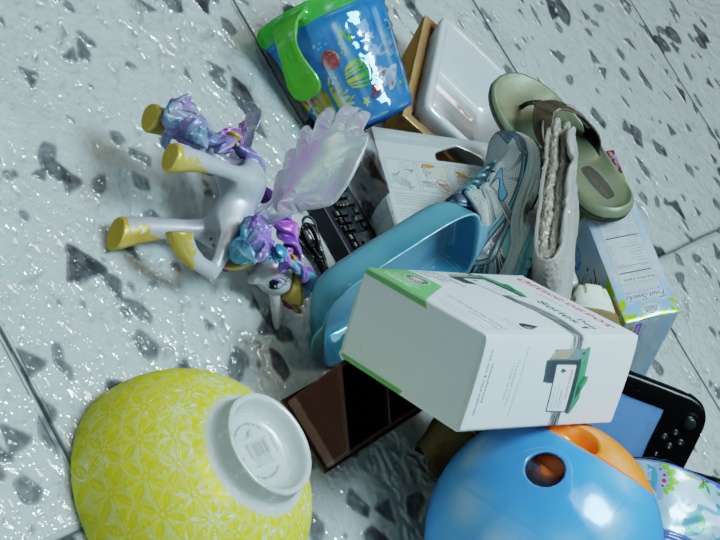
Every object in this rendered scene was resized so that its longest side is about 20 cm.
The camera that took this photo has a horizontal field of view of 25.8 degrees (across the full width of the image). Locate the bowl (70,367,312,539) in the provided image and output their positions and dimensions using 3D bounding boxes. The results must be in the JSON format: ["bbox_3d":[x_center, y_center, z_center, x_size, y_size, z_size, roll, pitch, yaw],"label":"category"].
[{"bbox_3d":[-0.098,0.148,1.140,0.199,0.107,0.202,33,38,-31],"label":"bowl"}]

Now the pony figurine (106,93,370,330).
[{"bbox_3d":[-0.100,-0.066,1.320,0.199,0.165,0.195,25,75,-43],"label":"pony figurine"}]

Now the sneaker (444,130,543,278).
[{"bbox_3d":[0.123,-0.067,1.507,0.085,0.078,0.201,18,47,-13],"label":"sneaker"}]

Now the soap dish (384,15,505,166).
[{"bbox_3d":[0.101,-0.164,1.703,0.157,0.081,0.201,40,36,-21],"label":"soap dish"}]

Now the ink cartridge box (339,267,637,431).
[{"bbox_3d":[0.107,0.062,1.283,0.199,0.085,0.146,2,20,-45],"label":"ink cartridge box"}]

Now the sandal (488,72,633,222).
[{"bbox_3d":[0.213,-0.137,1.615,0.079,0.058,0.201,-30,66,-26],"label":"sandal"}]

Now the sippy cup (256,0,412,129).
[{"bbox_3d":[-0.016,-0.203,1.554,0.177,0.139,0.131,-25,91,-26],"label":"sippy cup"}]

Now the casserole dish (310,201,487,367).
[{"bbox_3d":[0.026,0.007,1.382,0.199,0.122,0.039,-33,62,-22],"label":"casserole dish"}]

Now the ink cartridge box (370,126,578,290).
[{"bbox_3d":[0.104,-0.053,1.567,0.198,0.044,0.175,6,51,-28],"label":"ink cartridge box"}]

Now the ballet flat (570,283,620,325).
[{"bbox_3d":[0.223,0.054,1.581,0.067,0.200,0.073,11,79,-2],"label":"ballet flat"}]

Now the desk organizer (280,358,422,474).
[{"bbox_3d":[0.030,0.094,1.363,0.199,0.077,0.072,-26,82,-51],"label":"desk organizer"}]

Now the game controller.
[{"bbox_3d":[0.232,0.140,1.531,0.198,0.105,0.042,20,11,-5],"label":"game controller"}]

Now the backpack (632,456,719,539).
[{"bbox_3d":[0.286,0.262,1.470,0.199,0.183,0.148,26,62,-23],"label":"backpack"}]

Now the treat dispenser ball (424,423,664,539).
[{"bbox_3d":[0.152,0.222,1.309,0.200,0.200,0.202,32,39,-30],"label":"treat dispenser ball"}]

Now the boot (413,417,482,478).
[{"bbox_3d":[0.110,0.160,1.448,0.074,0.076,0.200,49,11,30],"label":"boot"}]

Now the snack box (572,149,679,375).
[{"bbox_3d":[0.256,0.004,1.671,0.067,0.169,0.202,-12,61,-12],"label":"snack box"}]

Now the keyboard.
[{"bbox_3d":[0.000,0.000,1.482,0.127,0.021,0.201,-18,75,-57],"label":"keyboard"}]

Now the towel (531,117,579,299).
[{"bbox_3d":[0.187,-0.036,1.487,0.133,0.034,0.201,79,17,-46],"label":"towel"}]
